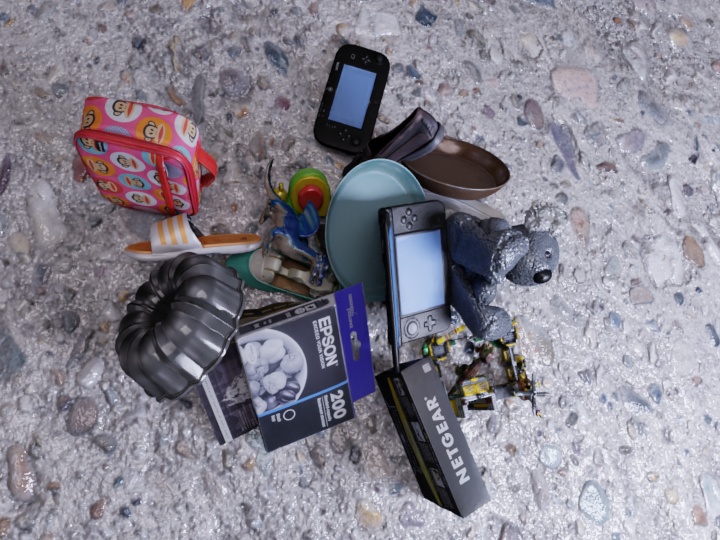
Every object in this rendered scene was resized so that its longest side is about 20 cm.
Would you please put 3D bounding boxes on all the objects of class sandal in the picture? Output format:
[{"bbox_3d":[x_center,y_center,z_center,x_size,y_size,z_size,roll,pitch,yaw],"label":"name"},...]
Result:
[{"bbox_3d":[-0.168,0.089,0.794,0.192,0.080,0.056,-9,101,-19],"label":"sandal"},{"bbox_3d":[-0.247,-0.057,0.794,0.199,0.079,0.062,-7,108,-21],"label":"sandal"}]

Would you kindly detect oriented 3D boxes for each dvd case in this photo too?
[{"bbox_3d":[-0.134,0.149,0.767,0.194,0.016,0.154,-23,120,-18],"label":"dvd case"}]

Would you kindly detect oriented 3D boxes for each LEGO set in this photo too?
[{"bbox_3d":[0.198,0.153,0.834,0.191,0.116,0.161,0,77,-13],"label":"LEGO set"}]

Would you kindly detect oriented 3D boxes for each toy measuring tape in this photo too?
[{"bbox_3d":[-0.047,-0.128,0.864,0.192,0.074,0.077,0,77,-14],"label":"toy measuring tape"}]

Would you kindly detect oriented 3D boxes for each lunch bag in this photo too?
[{"bbox_3d":[-0.288,-0.150,0.747,0.169,0.200,0.085,9,70,-10],"label":"lunch bag"}]

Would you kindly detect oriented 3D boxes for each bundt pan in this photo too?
[{"bbox_3d":[-0.248,0.062,0.705,0.076,0.198,0.206,44,68,-41],"label":"bundt pan"}]

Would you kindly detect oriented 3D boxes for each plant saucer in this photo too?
[{"bbox_3d":[0.153,-0.171,0.893,0.192,0.036,0.203,8,35,-5],"label":"plant saucer"},{"bbox_3d":[0.025,-0.059,0.789,0.194,0.027,0.209,-6,100,-34],"label":"plant saucer"}]

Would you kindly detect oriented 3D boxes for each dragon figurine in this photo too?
[{"bbox_3d":[-0.098,-0.068,0.796,0.096,0.059,0.206,5,56,-27],"label":"dragon figurine"}]

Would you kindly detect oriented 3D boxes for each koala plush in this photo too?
[{"bbox_3d":[0.235,-0.023,0.844,0.193,0.183,0.185,-13,36,-19],"label":"koala plush"}]

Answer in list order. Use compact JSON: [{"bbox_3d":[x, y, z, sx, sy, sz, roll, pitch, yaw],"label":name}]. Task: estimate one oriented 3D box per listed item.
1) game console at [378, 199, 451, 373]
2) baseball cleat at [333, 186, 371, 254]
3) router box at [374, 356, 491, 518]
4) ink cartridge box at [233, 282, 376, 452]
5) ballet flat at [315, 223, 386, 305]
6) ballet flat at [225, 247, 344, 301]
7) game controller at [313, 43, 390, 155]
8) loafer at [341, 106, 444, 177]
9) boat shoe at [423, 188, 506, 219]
[{"bbox_3d":[0.084,0.013,0.752,0.170,0.115,0.209,-11,103,-28],"label":"game console"},{"bbox_3d":[0.029,-0.059,0.849,0.195,0.069,0.111,24,73,-29],"label":"baseball cleat"},{"bbox_3d":[0.097,0.235,0.772,0.051,0.157,0.206,-21,83,-16],"label":"router box"},{"bbox_3d":[-0.066,0.140,0.759,0.193,0.043,0.205,-19,119,-18],"label":"ink cartridge box"},{"bbox_3d":[0.000,0.000,0.864,0.199,0.057,0.067,41,63,6],"label":"ballet flat"},{"bbox_3d":[-0.112,0.003,0.820,0.193,0.070,0.070,18,70,-9],"label":"ballet flat"},{"bbox_3d":[-0.014,-0.300,0.927,0.101,0.042,0.207,17,74,-9],"label":"game controller"},{"bbox_3d":[0.038,-0.197,0.841,0.063,0.196,0.074,39,47,-34],"label":"loafer"},{"bbox_3d":[0.157,-0.088,0.911,0.194,0.072,0.071,21,74,-17],"label":"boat shoe"}]
